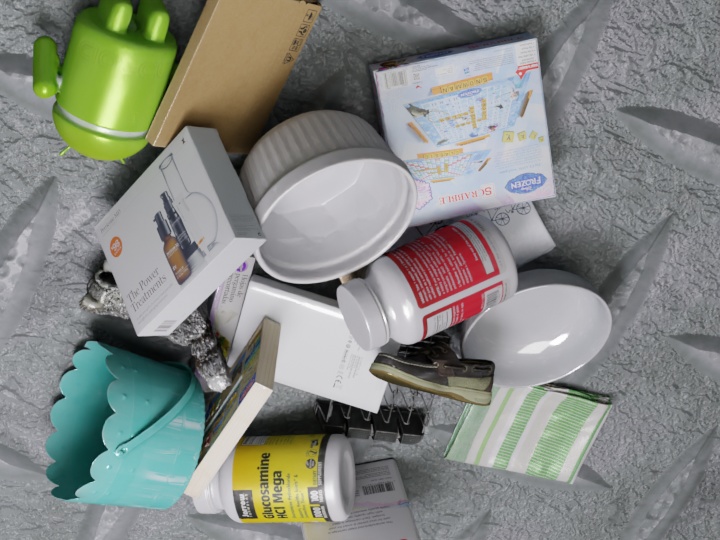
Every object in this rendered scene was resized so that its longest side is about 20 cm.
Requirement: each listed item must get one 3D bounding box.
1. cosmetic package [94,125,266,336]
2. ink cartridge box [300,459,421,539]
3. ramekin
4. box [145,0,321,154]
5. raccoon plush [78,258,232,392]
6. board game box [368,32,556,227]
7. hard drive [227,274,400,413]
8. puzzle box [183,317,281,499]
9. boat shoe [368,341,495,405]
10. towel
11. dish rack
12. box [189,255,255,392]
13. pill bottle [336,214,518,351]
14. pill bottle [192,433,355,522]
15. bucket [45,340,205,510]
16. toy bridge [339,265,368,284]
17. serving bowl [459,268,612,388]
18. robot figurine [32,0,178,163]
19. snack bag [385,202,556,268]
[{"bbox_3d":[-0.206,-0.042,1.572,0.052,0.151,0.200,2,144,-47],"label":"cosmetic package"},{"bbox_3d":[-0.002,0.350,1.856,0.144,0.200,0.084,-10,119,-6],"label":"ink cartridge box"},{"bbox_3d":[-0.045,-0.089,1.598,0.199,0.105,0.200,-18,144,-14],"label":"ramekin"},{"bbox_3d":[-0.141,-0.224,1.571,0.163,0.021,0.200,-1,125,-52],"label":"box"},{"bbox_3d":[-0.252,0.070,1.686,0.134,0.097,0.201,-20,85,4],"label":"raccoon plush"},{"bbox_3d":[0.124,-0.166,1.679,0.199,0.041,0.200,-11,111,-5],"label":"board game box"},{"bbox_3d":[-0.056,0.093,1.747,0.199,0.026,0.132,18,119,0],"label":"hard drive"},{"bbox_3d":[-0.158,0.169,1.713,0.025,0.133,0.200,26,119,-15],"label":"puzzle box"},{"bbox_3d":[0.092,0.120,1.737,0.200,0.072,0.066,18,84,-41],"label":"boat shoe"},{"bbox_3d":[0.233,0.218,1.935,0.199,0.023,0.153,13,115,-18],"label":"towel"},{"bbox_3d":[0.032,0.139,1.821,0.153,0.055,0.201,7,121,-12],"label":"dish rack"},{"bbox_3d":[-0.175,0.059,1.757,0.039,0.041,0.201,9,115,-17],"label":"box"},{"bbox_3d":[0.078,0.019,1.675,0.199,0.112,0.113,-23,121,-17],"label":"pill bottle"},{"bbox_3d":[-0.113,0.271,1.824,0.199,0.113,0.113,-4,120,12],"label":"pill bottle"},{"bbox_3d":[-0.287,0.194,1.719,0.134,0.207,0.208,16,114,-29],"label":"bucket"},{"bbox_3d":[0.000,0.000,1.743,0.027,0.067,0.200,-15,126,33],"label":"toy bridge"},{"bbox_3d":[0.219,0.064,1.811,0.199,0.066,0.200,-8,138,-7],"label":"serving bowl"},{"bbox_3d":[-0.272,-0.210,1.548,0.175,0.116,0.201,7,117,-28],"label":"robot figurine"},{"bbox_3d":[0.124,-0.048,1.770,0.200,0.021,0.189,-30,120,5],"label":"snack bag"}]
